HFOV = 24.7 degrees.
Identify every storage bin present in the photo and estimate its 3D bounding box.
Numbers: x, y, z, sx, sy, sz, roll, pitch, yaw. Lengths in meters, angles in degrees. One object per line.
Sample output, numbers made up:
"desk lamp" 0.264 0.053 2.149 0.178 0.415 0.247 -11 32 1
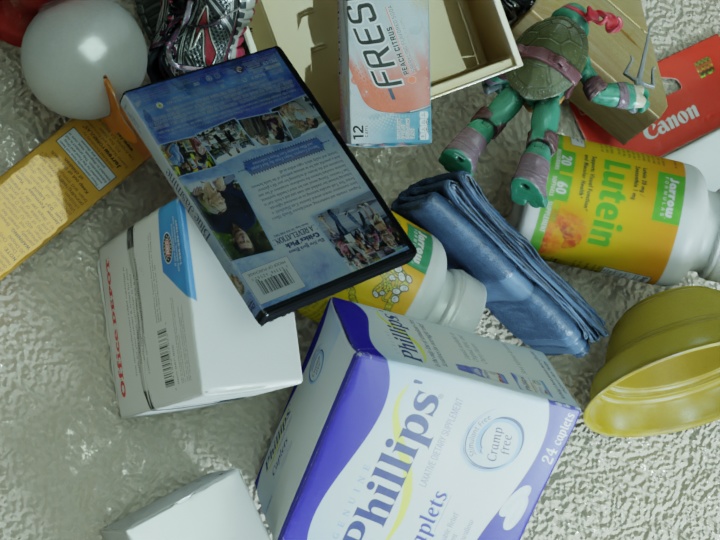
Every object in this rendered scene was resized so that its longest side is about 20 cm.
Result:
"storage bin" -0.004 -0.222 1.311 0.198 0.094 0.200 -21 97 -7

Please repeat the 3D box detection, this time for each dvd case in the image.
"dvd case" -0.066 -0.067 1.190 0.143 0.018 0.200 -22 70 -34

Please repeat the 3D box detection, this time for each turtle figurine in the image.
"turtle figurine" 0.155 -0.156 1.386 0.200 0.150 0.101 -58 142 -20

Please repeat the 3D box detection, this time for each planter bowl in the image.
"planter bowl" 0.282 0.069 1.447 0.200 0.200 0.084 -2 62 -23

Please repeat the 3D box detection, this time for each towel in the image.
"towel" 0.118 -0.005 1.413 0.200 0.112 0.049 43 74 -15

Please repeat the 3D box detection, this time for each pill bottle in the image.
"pill bottle" 0.238 -0.049 1.446 0.200 0.111 0.111 12 76 -1
"pill bottle" 0.000 0.000 1.366 0.200 0.113 0.113 30 71 -16

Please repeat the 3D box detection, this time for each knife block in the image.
"knife block" 0.172 -0.215 1.489 0.175 0.064 0.200 -4 73 -25

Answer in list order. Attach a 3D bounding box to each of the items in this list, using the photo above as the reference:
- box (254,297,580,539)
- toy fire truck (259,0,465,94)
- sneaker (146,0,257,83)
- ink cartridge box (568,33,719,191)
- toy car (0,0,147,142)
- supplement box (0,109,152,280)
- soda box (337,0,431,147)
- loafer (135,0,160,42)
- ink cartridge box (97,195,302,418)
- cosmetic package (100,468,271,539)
"box" 0.043 0.142 1.318 0.200 0.105 0.184 15 111 -20
"toy fire truck" -0.007 -0.232 1.403 0.168 0.112 0.200 -39 97 -23
"sneaker" -0.127 -0.187 1.262 0.075 0.081 0.200 -28 134 -34
"ink cartridge box" 0.316 -0.119 1.560 0.200 0.044 0.174 -26 93 -24
"toy car" -0.223 -0.179 1.259 0.184 0.177 0.200 -23 84 -16
"supplement box" -0.254 -0.057 1.294 0.069 0.067 0.200 49 66 -8
"soda box" 0.016 -0.192 1.233 0.063 0.068 0.200 -3 95 -7
"loafer" -0.120 -0.189 1.380 0.070 0.075 0.200 -37 102 -51
"ink cartridge box" -0.127 0.031 1.260 0.084 0.200 0.145 -5 83 -26
"cosmetic package" -0.109 0.268 1.290 0.107 0.085 0.200 -24 90 -25
